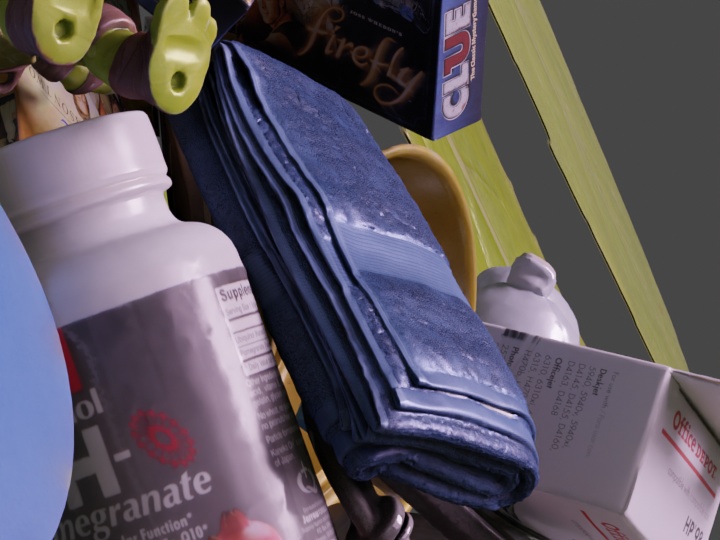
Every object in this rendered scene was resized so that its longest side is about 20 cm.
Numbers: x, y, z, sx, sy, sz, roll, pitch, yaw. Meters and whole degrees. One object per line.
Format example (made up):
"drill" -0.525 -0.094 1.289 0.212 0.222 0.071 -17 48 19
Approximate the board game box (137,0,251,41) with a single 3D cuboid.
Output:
"board game box" -0.108 -0.193 0.841 0.200 0.035 0.136 39 41 -14

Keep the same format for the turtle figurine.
"turtle figurine" -0.138 -0.101 0.775 0.161 0.065 0.200 20 -16 47

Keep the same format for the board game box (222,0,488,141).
"board game box" -0.026 -0.158 0.974 0.035 0.199 0.136 -27 131 -39

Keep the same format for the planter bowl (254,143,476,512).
"planter bowl" -0.026 0.034 1.011 0.200 0.083 0.202 -31 127 -54

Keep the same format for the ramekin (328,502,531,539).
"ramekin" 0.035 0.201 0.952 0.202 0.094 0.204 -5 90 -65

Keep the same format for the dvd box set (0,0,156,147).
"dvd box set" -0.131 -0.082 0.945 0.146 0.029 0.201 52 22 -53

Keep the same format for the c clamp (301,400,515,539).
"c clamp" 0.050 0.126 0.828 0.200 0.027 0.171 44 15 -16

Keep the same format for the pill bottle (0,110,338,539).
"pill bottle" -0.083 0.049 0.783 0.111 0.110 0.201 -16 86 -76

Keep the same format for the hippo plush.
"hippo plush" 0.034 0.033 1.149 0.200 0.160 0.160 -22 93 -76

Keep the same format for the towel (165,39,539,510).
"towel" 0.000 0.000 0.841 0.111 0.049 0.200 20 32 -48

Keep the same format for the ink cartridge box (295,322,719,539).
"ink cartridge box" 0.086 0.077 0.934 0.116 0.199 0.067 45 63 -58

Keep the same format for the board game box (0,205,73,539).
"board game box" -0.166 0.017 0.648 0.200 0.039 0.159 15 52 -59

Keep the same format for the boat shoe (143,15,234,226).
"boat shoe" -0.063 -0.075 1.018 0.200 0.068 0.072 -106 -165 -57
